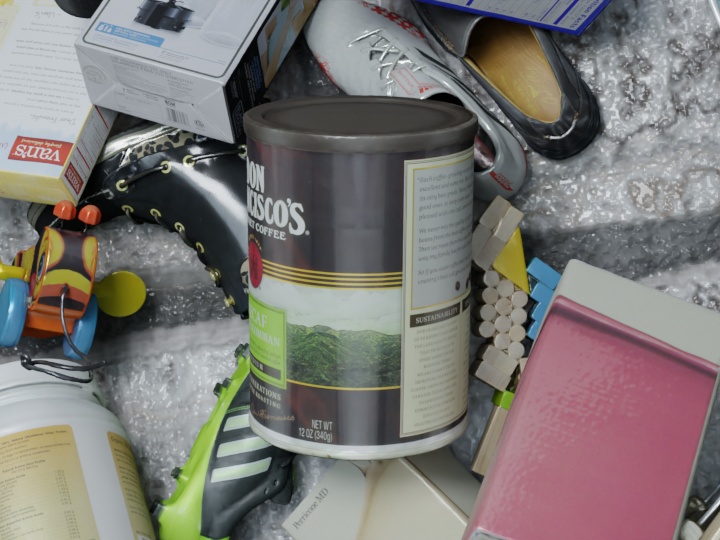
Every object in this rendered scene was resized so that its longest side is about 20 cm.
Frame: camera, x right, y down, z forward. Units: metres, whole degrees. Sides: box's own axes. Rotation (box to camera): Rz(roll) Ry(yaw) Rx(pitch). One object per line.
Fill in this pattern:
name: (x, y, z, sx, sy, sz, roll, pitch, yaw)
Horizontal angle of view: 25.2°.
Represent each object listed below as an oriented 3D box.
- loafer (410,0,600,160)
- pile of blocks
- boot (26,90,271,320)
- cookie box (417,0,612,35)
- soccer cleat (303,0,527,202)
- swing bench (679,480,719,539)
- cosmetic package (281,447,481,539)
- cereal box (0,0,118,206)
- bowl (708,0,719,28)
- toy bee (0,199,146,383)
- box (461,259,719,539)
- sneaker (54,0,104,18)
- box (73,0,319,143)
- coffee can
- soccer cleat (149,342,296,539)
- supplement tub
loafer: (0.090, -0.166, 1.098, 0.073, 0.072, 0.200, -42, 76, 8)
pile of blocks: (0.107, 0.051, 1.084, 0.081, 0.062, 0.202, -3, 89, -3)
boot: (-0.126, -0.029, 1.141, 0.203, 0.073, 0.155, -29, 81, 11)
cookie box: (0.071, -0.262, 1.049, 0.199, 0.075, 0.172, 9, 70, -18)
soccer cleat: (0.035, -0.123, 1.102, 0.069, 0.085, 0.200, -46, 76, 6)
swing bench: (0.264, 0.128, 0.960, 0.129, 0.199, 0.201, 17, 89, 14)
cosmetic package: (0.057, 0.199, 1.062, 0.200, 0.073, 0.104, 43, 108, 14)
cereal box: (-0.234, -0.142, 1.148, 0.143, 0.040, 0.201, 9, 60, 19)
bowl: (0.320, -0.192, 1.027, 0.199, 0.105, 0.202, -1, 84, 13)
toy bee: (-0.201, 0.007, 1.103, 0.199, 0.130, 0.110, 14, 92, 47)
box: (0.131, 0.118, 0.942, 0.108, 0.128, 0.201, 21, 53, 5)
sneaker: (-0.195, -0.244, 1.137, 0.107, 0.068, 0.202, 12, 43, 20)
box: (-0.098, -0.191, 1.105, 0.116, 0.060, 0.201, 17, 57, 17)
coffee can: (0.000, 0.000, 1.017, 0.145, 0.146, 0.202, 4, 105, 14)
soccer cleat: (-0.071, 0.113, 1.123, 0.081, 0.068, 0.201, 29, 87, -9)
supplement tub: (-0.214, 0.176, 1.089, 0.144, 0.144, 0.201, -26, 62, 10)
